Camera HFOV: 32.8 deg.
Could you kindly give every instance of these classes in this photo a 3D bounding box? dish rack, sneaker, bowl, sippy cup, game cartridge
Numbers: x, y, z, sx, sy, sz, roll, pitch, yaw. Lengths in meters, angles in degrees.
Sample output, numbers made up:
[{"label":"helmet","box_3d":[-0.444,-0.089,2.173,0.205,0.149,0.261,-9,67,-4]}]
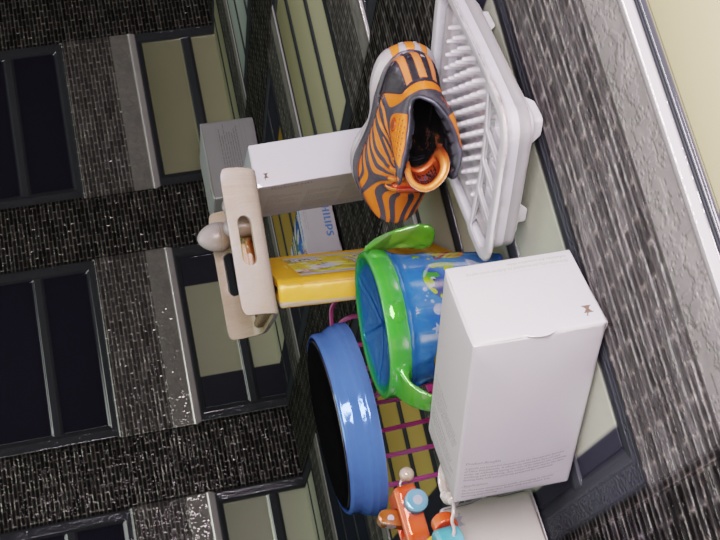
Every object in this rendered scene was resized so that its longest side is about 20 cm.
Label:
[{"label":"dish rack","box_3d":[0.104,-0.128,1.039,0.172,0.043,0.200,91,165,-48]},{"label":"sneaker","box_3d":[0.039,-0.094,1.091,0.200,0.077,0.112,91,167,-48]},{"label":"bowl","box_3d":[-0.017,0.155,1.260,0.201,0.039,0.201,169,90,-80]},{"label":"sippy cup","box_3d":[0.072,0.039,1.115,0.140,0.130,0.178,150,110,-78]},{"label":"game cartridge","box_3d":[0.000,0.000,1.278,0.176,0.199,0.033,-148,51,-76]}]

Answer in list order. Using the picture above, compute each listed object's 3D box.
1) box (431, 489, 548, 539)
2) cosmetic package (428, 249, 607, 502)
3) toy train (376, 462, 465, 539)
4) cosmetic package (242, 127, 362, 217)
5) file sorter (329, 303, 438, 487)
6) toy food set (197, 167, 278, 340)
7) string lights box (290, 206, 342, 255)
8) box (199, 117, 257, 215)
[{"label":"box","box_3d":[0.118,0.294,1.198,0.200,0.095,0.078,95,161,-58]},{"label":"cosmetic package","box_3d":[0.119,0.088,0.971,0.085,0.107,0.200,-108,15,-44]},{"label":"toy train","box_3d":[0.052,0.245,1.106,0.200,0.055,0.151,114,143,-70]},{"label":"cosmetic package","box_3d":[-0.026,-0.109,1.321,0.151,0.199,0.052,142,117,-77]},{"label":"file sorter","box_3d":[0.044,0.122,1.354,0.200,0.125,0.139,-116,19,-57]},{"label":"toy food set","box_3d":[-0.130,-0.011,1.248,0.200,0.060,0.144,132,128,-77]},{"label":"string lights box","box_3d":[-0.075,-0.034,2.047,0.200,0.059,0.103,104,156,-65]},{"label":"box","box_3d":[-0.309,-0.234,2.944,0.199,0.130,0.201,113,146,-71]}]
